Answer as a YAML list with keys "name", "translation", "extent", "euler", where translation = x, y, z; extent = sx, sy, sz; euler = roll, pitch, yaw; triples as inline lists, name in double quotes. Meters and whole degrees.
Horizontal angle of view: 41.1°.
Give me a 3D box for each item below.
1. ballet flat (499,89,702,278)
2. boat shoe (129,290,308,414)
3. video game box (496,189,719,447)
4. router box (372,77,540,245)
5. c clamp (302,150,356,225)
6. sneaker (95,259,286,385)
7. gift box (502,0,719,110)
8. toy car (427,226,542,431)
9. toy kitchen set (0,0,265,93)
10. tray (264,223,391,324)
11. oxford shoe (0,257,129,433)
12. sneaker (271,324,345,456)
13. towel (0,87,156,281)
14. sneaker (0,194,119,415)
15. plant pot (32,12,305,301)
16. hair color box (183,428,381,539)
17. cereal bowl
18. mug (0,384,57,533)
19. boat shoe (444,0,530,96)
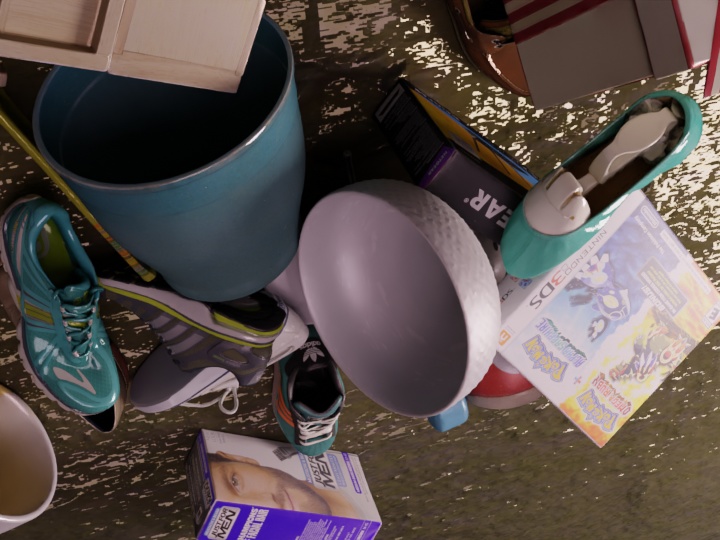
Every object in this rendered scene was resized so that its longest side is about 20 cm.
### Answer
- name: "ballet flat"
  translation: [0.184, -0.075, 0.763]
  extent: [0.200, 0.068, 0.070]
  euler: [-40, 154, 6]
- name: "boat shoe"
  translation: [-0.133, 0.094, 0.947]
  extent: [0.201, 0.075, 0.086]
  euler: [-32, 133, 21]
- name: "video game box"
  translation: [0.217, 0.038, 0.858]
  extent: [0.182, 0.047, 0.200]
  euler: [-46, 123, 4]
- name: "router box"
  translation: [0.115, -0.078, 0.875]
  extent: [0.199, 0.150, 0.051]
  euler: [29, 111, -32]
- name: "c clamp"
  translation: [-0.078, -0.014, 0.936]
  extent: [0.198, 0.027, 0.172]
  euler: [-24, 132, -3]
- name: "sneaker"
  translation: [-0.164, 0.046, 0.861]
  extent: [0.198, 0.074, 0.082]
  euler: [20, 113, 20]
- name: "gift box"
  translation: [0.217, -0.220, 0.723]
  extent: [0.199, 0.186, 0.186]
  euler: [-28, 101, -31]
- name: "toy car"
  translation: [0.110, 0.017, 0.938]
  extent: [0.183, 0.177, 0.202]
  euler: [-23, 115, -9]
- name: "toy kitchen set"
  translation: [-0.207, -0.179, 0.686]
  extent: [0.179, 0.200, 0.164]
  euler: [1, 123, -38]
- name: "tray"
  translation: [0.000, 0.000, 0.887]
  extent: [0.198, 0.022, 0.108]
  euler: [-3, 124, 21]
- name: "oxford shoe"
  translation: [-0.272, 0.069, 0.892]
  extent: [0.070, 0.075, 0.201]
  euler: [-27, 126, 4]
- name: "sneaker"
  translation: [-0.054, 0.139, 1.005]
  extent: [0.071, 0.080, 0.201]
  euler: [-14, 132, -10]
- name: "towel"
  translation: [-0.240, -0.075, 0.799]
  extent: [0.018, 0.086, 0.200]
  euler: [-40, 127, -5]
- name: "sneaker"
  translation: [-0.255, 0.034, 0.824]
  extent: [0.077, 0.079, 0.202]
  euler: [-27, 108, -38]
- name: "plant pot"
  translation: [-0.131, -0.082, 0.777]
  extent: [0.198, 0.201, 0.189]
  euler: [-21, 143, -4]
- name: "hair color box"
  translation: [-0.086, 0.246, 1.053]
  extent: [0.198, 0.110, 0.065]
  euler: [13, 118, -26]
- name: "cereal bowl"
  translation: [0.041, 0.015, 0.794]
  extent: [0.083, 0.199, 0.202]
  euler: [-28, 134, -37]
- name: "mug"
  translation: [-0.403, 0.186, 0.913]
  extent: [0.153, 0.188, 0.149]
  euler: [-34, 160, 17]
- name: "boat shoe"
  translation: [0.115, -0.219, 0.830]
  extent: [0.072, 0.068, 0.200]
  euler: [-38, 126, 9]
